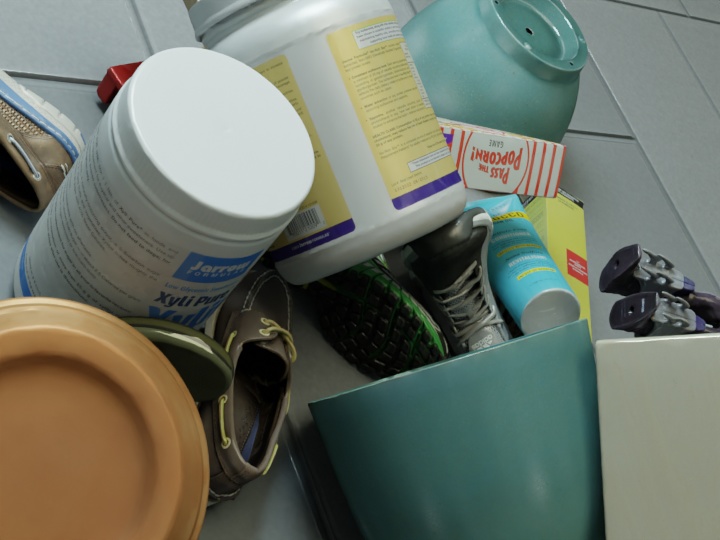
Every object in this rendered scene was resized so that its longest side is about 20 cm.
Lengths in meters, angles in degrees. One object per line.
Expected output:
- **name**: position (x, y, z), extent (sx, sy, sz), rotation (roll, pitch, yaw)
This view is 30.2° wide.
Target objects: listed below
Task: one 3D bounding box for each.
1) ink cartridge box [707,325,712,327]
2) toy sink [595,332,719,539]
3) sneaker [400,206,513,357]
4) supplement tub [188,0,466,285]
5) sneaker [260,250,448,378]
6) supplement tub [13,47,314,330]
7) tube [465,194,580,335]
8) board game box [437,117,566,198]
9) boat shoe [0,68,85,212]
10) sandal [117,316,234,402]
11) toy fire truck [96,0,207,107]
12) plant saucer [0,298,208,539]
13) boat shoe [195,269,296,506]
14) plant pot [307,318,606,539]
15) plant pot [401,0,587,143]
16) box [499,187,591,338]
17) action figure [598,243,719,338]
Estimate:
- **ink cartridge box**: position (0.222, 0.152, 1.045), extent (0.199, 0.145, 0.146), rotation (-19, 70, -47)
- **toy sink**: position (0.229, 0.141, 0.861), extent (0.112, 0.129, 0.203), rotation (10, 76, -70)
- **sneaker**: position (0.088, 0.024, 1.038), extent (0.200, 0.074, 0.116), rotation (59, 6, -81)
- **supplement tub**: position (-0.025, -0.107, 0.921), extent (0.145, 0.145, 0.202), rotation (-26, 95, -49)
- **sneaker**: position (0.000, 0.000, 1.040), extent (0.200, 0.078, 0.085), rotation (48, 39, 6)
- **supplement tub**: position (-0.130, -0.030, 0.854), extent (0.131, 0.200, 0.133), rotation (20, 48, -24)
- **tube**: position (0.127, -0.012, 1.129), extent (0.077, 0.051, 0.200), rotation (-6, 30, -12)
- **board game box**: position (0.046, -0.105, 1.100), extent (0.150, 0.047, 0.199), rotation (4, 11, -38)
- **boat shoe**: position (-0.281, -0.112, 0.901), extent (0.199, 0.072, 0.073), rotation (31, 42, -16)
- **sandal**: position (-0.177, 0.070, 0.820), extent (0.199, 0.080, 0.058), rotation (2, 54, -18)
- **toy fire truck**: position (-0.132, -0.145, 1.002), extent (0.049, 0.141, 0.201), rotation (-21, 71, -48)
- **plant saucer**: position (-0.179, 0.112, 0.742), extent (0.198, 0.037, 0.203), rotation (5, 75, -19)
- **boat shoe**: position (-0.075, 0.070, 0.915), extent (0.072, 0.059, 0.201), rotation (49, 35, -27)
- **plant pot**: position (0.082, 0.138, 0.905), extent (0.199, 0.200, 0.163), rotation (-13, 84, -46)
- **plant pot**: position (0.133, -0.195, 1.280), extent (0.199, 0.134, 0.202), rotation (22, 44, -24)
- **box**: position (0.160, 0.018, 1.165), extent (0.050, 0.075, 0.201), rotation (27, 41, -20)
- **action figure**: position (0.278, 0.046, 1.014), extent (0.198, 0.069, 0.131), rotation (20, 51, -22)
